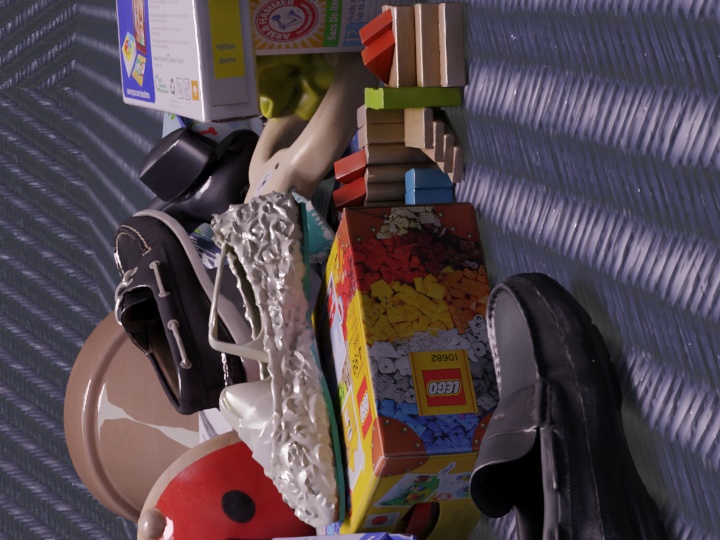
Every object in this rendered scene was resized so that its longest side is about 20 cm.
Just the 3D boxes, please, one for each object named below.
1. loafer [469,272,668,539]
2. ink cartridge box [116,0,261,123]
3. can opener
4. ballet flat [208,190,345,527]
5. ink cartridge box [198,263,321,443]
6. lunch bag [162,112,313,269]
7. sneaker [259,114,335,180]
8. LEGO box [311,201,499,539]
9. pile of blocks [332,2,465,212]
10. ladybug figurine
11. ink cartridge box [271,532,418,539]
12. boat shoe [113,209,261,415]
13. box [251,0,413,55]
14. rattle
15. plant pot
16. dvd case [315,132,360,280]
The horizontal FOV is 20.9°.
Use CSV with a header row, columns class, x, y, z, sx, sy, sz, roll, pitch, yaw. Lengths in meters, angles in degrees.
class,x,y,z,sx,sy,sz,roll,pitch,yaw
loafer,0.080,0.081,0.847,0.068,0.070,0.202,101,161,-47
ink cartridge box,-0.113,-0.197,1.188,0.197,0.047,0.202,-157,63,-69
can opener,-0.124,-0.050,1.369,0.064,0.078,0.200,-53,7,-30
ballet flat,-0.053,0.052,1.106,0.072,0.071,0.202,115,150,-65
ink cartridge box,-0.052,0.112,1.342,0.145,0.083,0.202,-128,31,-48
lunch bag,-0.089,-0.032,1.474,0.200,0.126,0.172,-118,25,-60
sneaker,-0.034,-0.167,1.364,0.090,0.069,0.202,-42,-57,-58
LEGO box,0.021,0.076,1.105,0.200,0.076,0.150,108,156,-59
pile of blocks,0.018,-0.062,1.119,0.082,0.061,0.202,-113,23,-58
ladybug figurine,-0.047,0.167,1.214,0.072,0.199,0.137,10,94,53
ink cartridge box,0.009,0.202,1.069,0.120,0.042,0.200,56,153,-7
boat shoe,-0.128,0.027,1.277,0.200,0.060,0.074,52,147,44
box,-0.021,-0.231,1.147,0.201,0.111,0.102,101,162,-51
rattle,-0.068,-0.092,1.214,0.129,0.143,0.201,-11,45,44
plant pot,-0.111,0.124,1.537,0.174,0.199,0.202,16,109,58
dvd case,0.000,0.000,1.321,0.201,0.017,0.144,105,158,-52
